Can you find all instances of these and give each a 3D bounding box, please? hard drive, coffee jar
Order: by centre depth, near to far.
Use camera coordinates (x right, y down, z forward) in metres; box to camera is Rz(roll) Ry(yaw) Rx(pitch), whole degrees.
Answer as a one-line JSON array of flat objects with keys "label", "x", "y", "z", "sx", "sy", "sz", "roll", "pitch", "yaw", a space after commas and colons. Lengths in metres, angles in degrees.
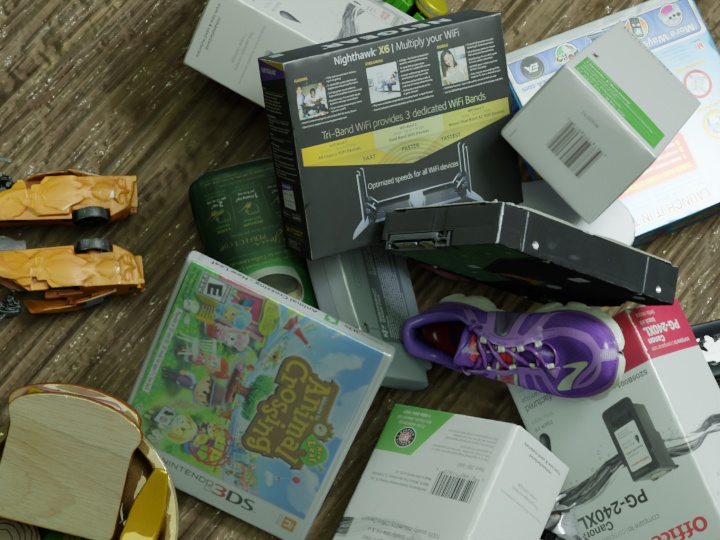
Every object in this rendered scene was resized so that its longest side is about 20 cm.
[{"label": "hard drive", "x": 0.133, "y": -0.011, "z": 1.452, "sx": 0.199, "sy": 0.139, "sz": 0.038, "roll": 16, "pitch": 78, "yaw": -36}, {"label": "coffee jar", "x": -0.076, "y": 0.012, "z": 1.561, "sx": 0.103, "sy": 0.085, "sz": 0.202, "roll": -12, "pitch": 76, "yaw": -3}]

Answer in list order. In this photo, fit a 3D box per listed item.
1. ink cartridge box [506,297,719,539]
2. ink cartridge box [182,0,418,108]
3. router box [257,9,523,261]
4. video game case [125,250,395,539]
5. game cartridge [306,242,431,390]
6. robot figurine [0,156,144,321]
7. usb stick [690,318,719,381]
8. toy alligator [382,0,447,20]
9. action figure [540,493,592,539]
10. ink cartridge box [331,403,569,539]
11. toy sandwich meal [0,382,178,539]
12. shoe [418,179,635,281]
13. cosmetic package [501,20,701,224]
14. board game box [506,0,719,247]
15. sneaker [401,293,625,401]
[{"label": "ink cartridge box", "x": 0.230, "y": 0.147, "z": 1.531, "sx": 0.083, "sy": 0.145, "sz": 0.202, "roll": -9, "pitch": 71, "yaw": -50}, {"label": "ink cartridge box", "x": -0.031, "y": -0.187, "z": 1.593, "sx": 0.199, "sy": 0.083, "sz": 0.147, "roll": 29, "pitch": 31, "yaw": 1}, {"label": "router box", "x": 0.026, "y": -0.110, "z": 1.475, "sx": 0.198, "sy": 0.052, "sz": 0.159, "roll": -15, "pitch": 107, "yaw": -24}, {"label": "video game case", "x": -0.091, "y": 0.106, "z": 1.498, "sx": 0.181, "sy": 0.022, "sz": 0.201, "roll": 25, "pitch": 115, "yaw": 0}, {"label": "game cartridge", "x": 0.000, "y": 0.000, "z": 1.557, "sx": 0.040, "sy": 0.133, "sz": 0.202, "roll": -19, "pitch": 75, "yaw": 20}, {"label": "robot figurine", "x": -0.283, "y": -0.023, "z": 1.555, "sx": 0.198, "sy": 0.058, "sz": 0.147, "roll": -3, "pitch": 74, "yaw": -10}, {"label": "usb stick", "x": 0.313, "y": 0.070, "z": 1.632, "sx": 0.198, "sy": 0.033, "sz": 0.056, "roll": -13, "pitch": 69, "yaw": -12}, {"label": "toy alligator", "x": 0.059, "y": -0.219, "z": 1.670, "sx": 0.200, "sy": 0.059, "sz": 0.054, "roll": 42, "pitch": 30, "yaw": 0}, {"label": "action figure", "x": 0.128, "y": 0.273, "z": 1.503, "sx": 0.069, "sy": 0.130, "sz": 0.201, "roll": 29, "pitch": 79, "yaw": -14}, {"label": "ink cartridge box", "x": 0.057, "y": 0.219, "z": 1.486, "sx": 0.084, "sy": 0.145, "sz": 0.201, "roll": 39, "pitch": 69, "yaw": -37}, {"label": "toy sandwich meal", "x": -0.235, "y": 0.192, "z": 1.478, "sx": 0.203, "sy": 0.070, "sz": 0.208, "roll": 0, "pitch": 82, "yaw": 0}, {"label": "shoe", "x": 0.132, "y": -0.033, "z": 1.596, "sx": 0.198, "sy": 0.091, "sz": 0.072, "roll": 3, "pitch": 75, "yaw": -1}, {"label": "cosmetic package", "x": 0.200, "y": -0.125, "z": 1.525, "sx": 0.108, "sy": 0.200, "sz": 0.085, "roll": 44, "pitch": 118, "yaw": 1}, {"label": "board game box", "x": 0.243, "y": -0.128, "z": 1.666, "sx": 0.198, "sy": 0.056, "sz": 0.197, "roll": -21, "pitch": 78, "yaw": -14}, {"label": "sneaker", "x": 0.121, "y": 0.068, "z": 1.503, "sx": 0.083, "sy": 0.198, "sz": 0.082, "roll": -12, "pitch": 103, "yaw": -53}]
